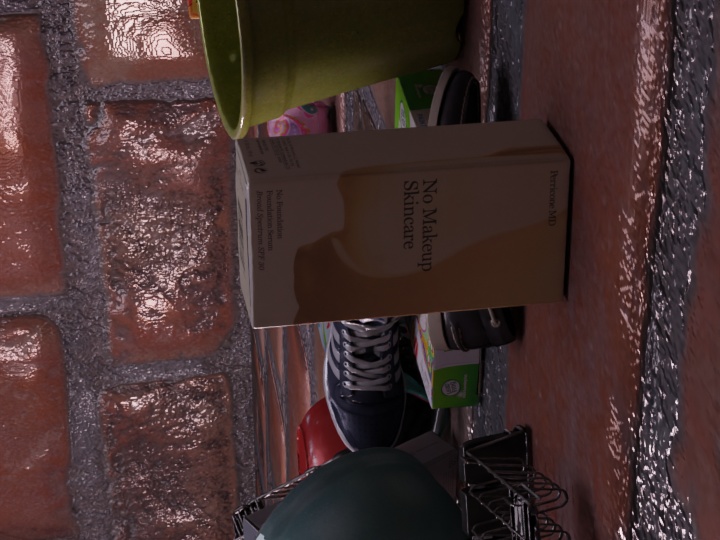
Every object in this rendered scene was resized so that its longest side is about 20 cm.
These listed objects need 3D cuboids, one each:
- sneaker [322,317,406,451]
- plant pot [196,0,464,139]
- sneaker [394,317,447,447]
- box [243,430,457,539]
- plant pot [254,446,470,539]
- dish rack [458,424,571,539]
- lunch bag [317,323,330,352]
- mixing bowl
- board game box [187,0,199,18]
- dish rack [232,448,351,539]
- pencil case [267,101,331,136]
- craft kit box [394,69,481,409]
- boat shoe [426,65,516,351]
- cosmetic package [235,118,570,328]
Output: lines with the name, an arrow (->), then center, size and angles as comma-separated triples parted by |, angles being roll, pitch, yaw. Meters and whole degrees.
sneaker -> 0.008, 0.060, 1.465 | 0.108, 0.070, 0.201 | -148, 57, -83
plant pot -> -0.023, -0.214, 1.390 | 0.200, 0.184, 0.201 | 171, 90, -77
sneaker -> 0.026, 0.091, 1.591 | 0.121, 0.083, 0.201 | 144, 114, -87
box -> -0.006, 0.241, 1.525 | 0.041, 0.200, 0.156 | 35, 136, 43
plant pot -> 0.022, 0.262, 1.434 | 0.134, 0.200, 0.201 | 36, 136, 43
dish rack -> 0.107, 0.196, 1.184 | 0.200, 0.054, 0.154 | -148, 52, -78
lunch bag -> 0.000, 0.000, 1.750 | 0.161, 0.082, 0.201 | -164, 70, -83
mixing bowl -> -0.006, 0.198, 1.814 | 0.200, 0.108, 0.201 | 176, 90, -82
board game box -> -0.055, -0.352, 1.519 | 0.200, 0.199, 0.200 | -103, 12, -52
dish rack -> -0.035, 0.262, 1.705 | 0.200, 0.054, 0.154 | -32, 74, 40
pencil case -> -0.066, -0.106, 2.195 | 0.087, 0.087, 0.201 | 133, 132, -80
craft kit box -> 0.062, -0.028, 1.434 | 0.200, 0.048, 0.198 | -106, 16, -55
boat shoe -> 0.082, -0.042, 1.256 | 0.073, 0.062, 0.201 | -18, -71, -70
cosmetic package -> 0.025, -0.030, 1.114 | 0.071, 0.199, 0.106 | -112, 18, -63
